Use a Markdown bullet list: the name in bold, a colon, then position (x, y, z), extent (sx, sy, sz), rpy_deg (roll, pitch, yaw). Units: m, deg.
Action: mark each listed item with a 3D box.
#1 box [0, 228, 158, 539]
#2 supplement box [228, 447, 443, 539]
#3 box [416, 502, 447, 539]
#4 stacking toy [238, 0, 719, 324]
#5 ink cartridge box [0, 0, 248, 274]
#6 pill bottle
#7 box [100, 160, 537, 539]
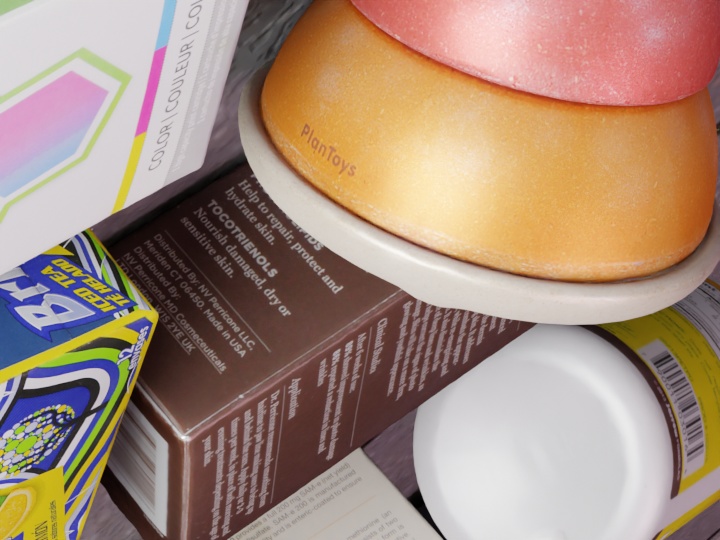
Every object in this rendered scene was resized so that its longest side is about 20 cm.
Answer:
- **box**: position (-0.122, 0.059, 0.754), extent (0.064, 0.070, 0.200), rpy_deg (-25, 153, -34)
- **supplement box**: position (0.002, 0.176, 1.028), extent (0.126, 0.200, 0.074), rpy_deg (-31, 154, -24)
- **box**: position (0.062, 0.221, 1.227), extent (0.196, 0.200, 0.124), rpy_deg (-39, 161, -6)
- **stacking toy**: position (0.057, -0.099, 0.719), extent (0.146, 0.146, 0.201), rpy_deg (-18, 134, -47)
- **ink cartridge box**: position (-0.119, -0.032, 0.589), extent (0.200, 0.059, 0.104), rpy_deg (-29, 156, -31)
- **pill bottle**: position (0.108, 0.058, 1.096), extent (0.109, 0.109, 0.200), rpy_deg (-51, 165, 24)
- **box**: position (0.000, 0.000, 0.857), extent (0.200, 0.075, 0.100), rpy_deg (-32, 157, -22)
